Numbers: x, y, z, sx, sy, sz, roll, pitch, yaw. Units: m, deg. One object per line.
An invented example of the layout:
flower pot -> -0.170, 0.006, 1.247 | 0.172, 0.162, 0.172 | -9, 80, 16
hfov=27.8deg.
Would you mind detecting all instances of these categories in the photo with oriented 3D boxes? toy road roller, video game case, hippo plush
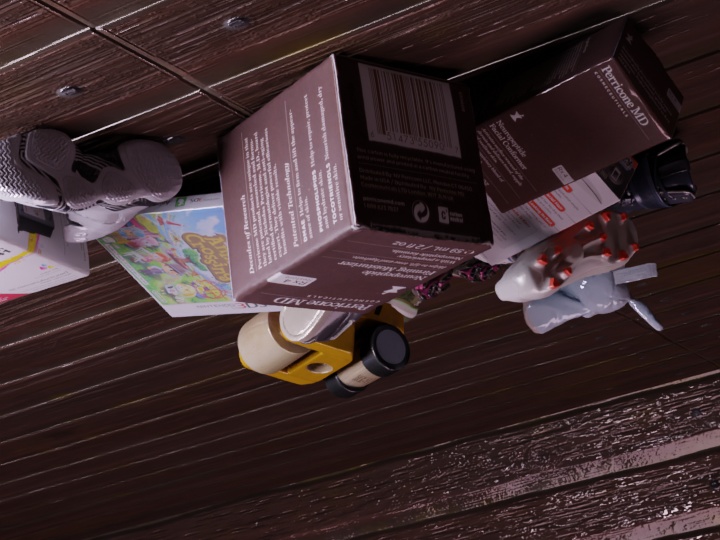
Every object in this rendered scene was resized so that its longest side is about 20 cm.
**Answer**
toy road roller -> -0.041, 0.057, 1.743 | 0.198, 0.148, 0.123 | 16, 151, -28
video game case -> -0.167, -0.012, 1.508 | 0.180, 0.022, 0.200 | -4, 147, 25
hippo plush -> 0.292, -0.016, 1.900 | 0.198, 0.161, 0.161 | -4, -164, 16

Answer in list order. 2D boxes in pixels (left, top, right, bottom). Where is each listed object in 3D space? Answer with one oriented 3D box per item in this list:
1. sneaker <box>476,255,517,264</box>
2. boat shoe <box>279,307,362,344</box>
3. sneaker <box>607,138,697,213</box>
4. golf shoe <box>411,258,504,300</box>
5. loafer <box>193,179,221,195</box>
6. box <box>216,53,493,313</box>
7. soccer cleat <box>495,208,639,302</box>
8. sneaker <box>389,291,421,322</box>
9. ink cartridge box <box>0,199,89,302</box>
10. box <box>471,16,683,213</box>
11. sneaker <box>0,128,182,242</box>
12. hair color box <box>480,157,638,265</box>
sneaker -> 0.108, -0.051, 1.708 | 0.114, 0.082, 0.199 | -5, 173, 25
boat shoe -> 0.000, 0.000, 1.488 | 0.200, 0.073, 0.062 | -46, 144, 19
sneaker -> 0.285, -0.101, 1.613 | 0.145, 0.078, 0.201 | -14, 174, 42
golf shoe -> 0.109, -0.026, 1.821 | 0.092, 0.073, 0.199 | 32, -149, 35
loafer -> -0.145, -0.057, 1.499 | 0.063, 0.073, 0.199 | 12, 155, -42
box -> -0.008, -0.072, 1.339 | 0.165, 0.166, 0.199 | 6, 157, -37
soccer cleat -> 0.222, -0.017, 1.557 | 0.199, 0.070, 0.077 | -23, -179, -41
sneaker -> 0.050, 0.001, 1.886 | 0.088, 0.077, 0.200 | -41, 160, 6
ink cartridge box -> -0.369, -0.033, 1.384 | 0.146, 0.087, 0.200 | -15, 166, 14
box -> 0.188, -0.140, 1.351 | 0.199, 0.075, 0.100 | -26, 116, 37
sneaker -> -0.271, -0.071, 1.334 | 0.198, 0.076, 0.115 | -2, 160, -41
hair color box -> 0.175, -0.093, 1.509 | 0.199, 0.111, 0.064 | -28, -158, 49
